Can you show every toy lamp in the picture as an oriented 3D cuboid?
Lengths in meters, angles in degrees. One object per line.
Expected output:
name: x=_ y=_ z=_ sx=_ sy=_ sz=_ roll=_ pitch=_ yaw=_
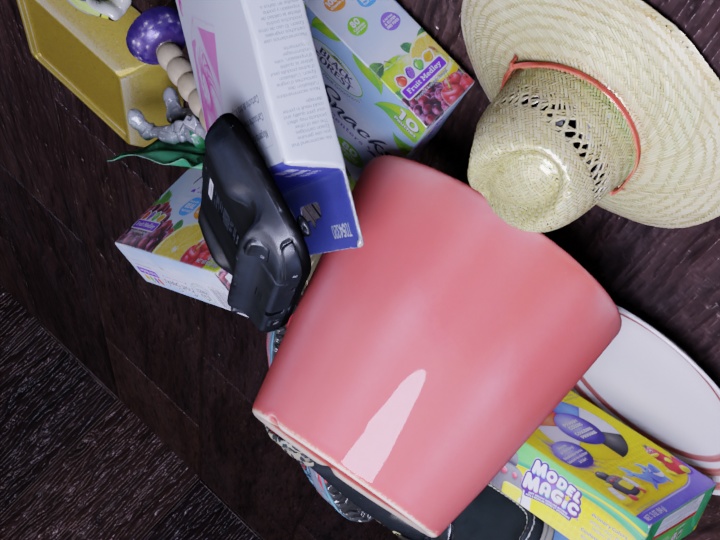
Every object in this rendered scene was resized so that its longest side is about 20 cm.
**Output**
toy lamp: x=-0.112 y=-0.115 z=1.010 sx=0.201 sy=0.058 sz=0.058 roll=56 pitch=170 yaw=32

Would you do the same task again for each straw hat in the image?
straw hat: x=0.102 y=-0.067 z=0.728 sx=0.201 sy=0.085 sz=0.201 roll=39 pitch=161 yaw=16

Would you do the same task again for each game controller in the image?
game controller: x=-0.068 y=-0.024 z=0.831 sx=0.200 sy=0.042 sz=0.105 roll=123 pitch=128 yaw=-74

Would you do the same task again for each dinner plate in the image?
dinner plate: x=0.195 y=0.079 z=0.941 sx=0.200 sy=0.024 sz=0.200 roll=40 pitch=162 yaw=16

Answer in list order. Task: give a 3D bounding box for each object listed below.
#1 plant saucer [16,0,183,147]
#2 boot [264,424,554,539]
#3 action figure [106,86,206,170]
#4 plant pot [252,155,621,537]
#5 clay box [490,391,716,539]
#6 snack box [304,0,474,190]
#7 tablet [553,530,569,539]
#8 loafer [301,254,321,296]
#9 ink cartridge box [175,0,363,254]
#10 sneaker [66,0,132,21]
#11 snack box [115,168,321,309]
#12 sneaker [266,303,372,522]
plant saucer: x=-0.250 y=-0.205 z=1.252 sx=0.200 sy=0.048 sz=0.200 roll=42 pitch=161 yaw=10
boot: x=0.029 y=0.150 z=0.969 sx=0.154 sy=0.074 sz=0.203 roll=39 pitch=166 yaw=-31
action figure: x=-0.107 y=-0.115 z=1.083 sx=0.199 sy=0.118 sz=0.055 roll=12 pitch=132 yaw=45
plant pot: x=0.036 y=0.055 z=0.850 sx=0.200 sy=0.178 sz=0.200 roll=34 pitch=170 yaw=7
clay box: x=0.137 y=0.126 z=0.950 sx=0.199 sy=0.115 sz=0.048 roll=33 pitch=115 yaw=28
snack box: x=-0.014 y=-0.125 z=0.905 sx=0.142 sy=0.053 sz=0.200 roll=44 pitch=161 yaw=1
tablet: x=0.116 y=0.183 z=1.018 sx=0.200 sy=0.014 sz=0.131 roll=36 pitch=146 yaw=33
loafer: x=0.000 y=0.000 z=1.064 sx=0.200 sy=0.068 sz=0.076 roll=-22 pitch=85 yaw=57
ink cartridge box: x=-0.064 y=-0.103 z=0.825 sx=0.196 sy=0.043 sz=0.202 roll=172 pitch=85 yaw=-74
sneaker: x=-0.217 y=-0.261 z=1.042 sx=0.076 sy=0.076 sz=0.200 roll=34 pitch=171 yaw=7
snack box: x=-0.100 y=-0.043 z=1.099 sx=0.199 sy=0.142 sz=0.053 roll=14 pitch=145 yaw=56
sneaker: x=-0.044 y=0.118 z=1.134 sx=0.095 sy=0.079 sz=0.201 roll=15 pitch=128 yaw=56
